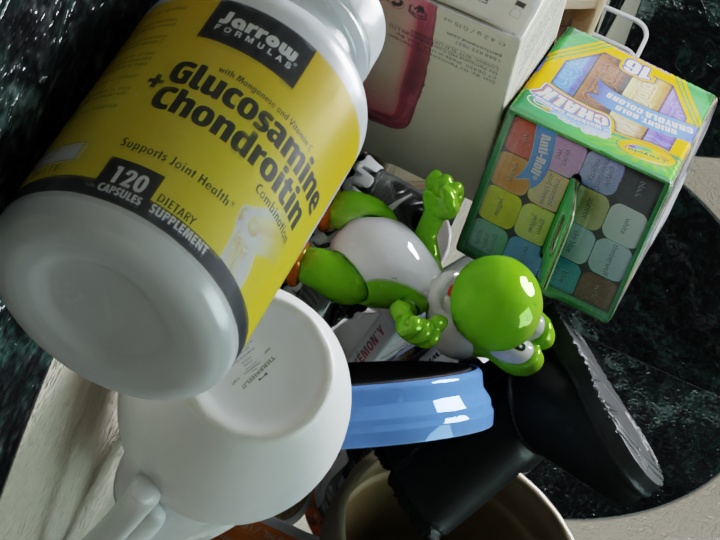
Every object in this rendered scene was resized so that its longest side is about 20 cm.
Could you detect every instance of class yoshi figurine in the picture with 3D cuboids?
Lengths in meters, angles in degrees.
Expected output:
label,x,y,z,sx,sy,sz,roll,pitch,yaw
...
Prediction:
label,x,y,z,sx,sy,sz,roll,pitch,yaw
yoshi figurine,0.040,-0.001,1.437,0.113,0.199,0.112,-64,180,17

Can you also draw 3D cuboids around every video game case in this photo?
label,x,y,z,sx,sy,sz,roll,pitch,yaw
video game case,0.068,0.028,1.679,0.199,0.023,0.182,-31,166,-33

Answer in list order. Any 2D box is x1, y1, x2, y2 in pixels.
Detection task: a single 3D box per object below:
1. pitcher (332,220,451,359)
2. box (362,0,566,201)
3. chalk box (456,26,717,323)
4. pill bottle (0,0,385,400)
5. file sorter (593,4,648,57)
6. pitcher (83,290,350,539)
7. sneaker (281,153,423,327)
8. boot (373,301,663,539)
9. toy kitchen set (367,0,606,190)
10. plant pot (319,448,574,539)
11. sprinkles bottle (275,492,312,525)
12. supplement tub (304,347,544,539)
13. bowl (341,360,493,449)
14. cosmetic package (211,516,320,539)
label,x,y,z,sx,sy,sz,roll,pitch,yaw
pitcher,0.013,0.052,1.818,0.172,0.121,0.200,-44,154,-17
box,0.072,-0.165,1.520,0.200,0.108,0.128,101,15,-59
chalk box,0.150,-0.059,1.526,0.200,0.123,0.125,-51,165,-57
pill bottle,-0.064,-0.051,0.938,0.112,0.111,0.201,104,12,-52
file sorter,0.215,-0.184,2.374,0.139,0.124,0.200,-60,171,-32
pitcher,-0.092,0.100,1.196,0.172,0.121,0.200,-46,176,-25
sneaker,0.000,0.000,1.594,0.067,0.090,0.200,104,13,-49
boot,0.100,0.122,1.475,0.162,0.073,0.199,-37,-143,8
toy kitchen set,0.090,-0.190,1.716,0.164,0.179,0.201,111,-32,-42
plant pot,0.037,0.248,1.596,0.174,0.199,0.200,-53,-177,43
sprinkles bottle,-0.068,0.133,1.614,0.200,0.068,0.069,94,22,-68
supplement tub,0.054,0.142,1.696,0.200,0.123,0.123,-46,180,23
bowl,-0.014,0.085,1.418,0.201,0.199,0.040,-12,99,-80
cosmetic package,-0.113,0.269,1.601,0.071,0.101,0.201,88,26,-69
